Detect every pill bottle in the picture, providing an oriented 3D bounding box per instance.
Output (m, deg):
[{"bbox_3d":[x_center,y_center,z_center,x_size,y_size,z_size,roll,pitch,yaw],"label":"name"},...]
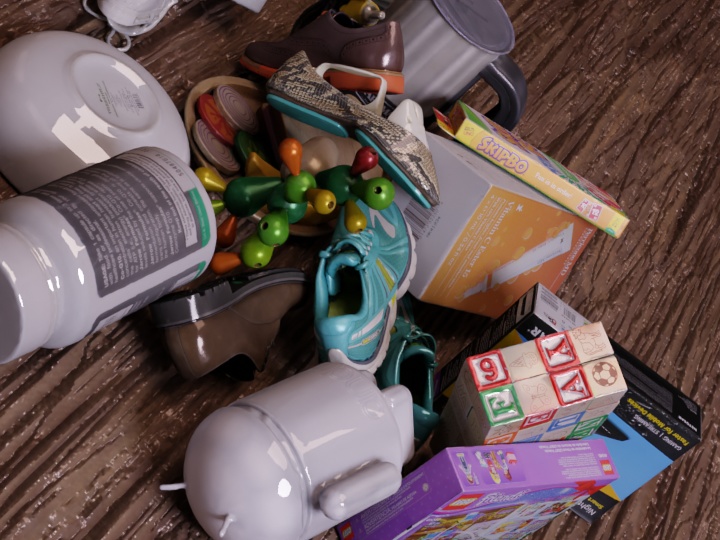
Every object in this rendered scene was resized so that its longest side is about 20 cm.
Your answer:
[{"bbox_3d":[-0.208,-0.012,1.172,0.113,0.113,0.200,51,40,8],"label":"pill bottle"}]

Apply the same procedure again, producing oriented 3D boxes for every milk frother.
[{"bbox_3d":[0.072,-0.219,1.619,0.180,0.188,0.201,32,38,-26],"label":"milk frother"}]

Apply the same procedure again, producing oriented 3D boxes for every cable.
[{"bbox_3d":[-0.021,-0.272,1.566,0.050,0.199,0.098,15,78,-33],"label":"cable"}]

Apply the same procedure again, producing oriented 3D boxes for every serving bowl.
[{"bbox_3d":[-0.219,-0.127,1.327,0.199,0.066,0.201,29,37,-25],"label":"serving bowl"}]

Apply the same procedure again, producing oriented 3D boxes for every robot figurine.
[{"bbox_3d":[-0.049,0.139,1.179,0.199,0.169,0.114,-22,115,-39],"label":"robot figurine"}]

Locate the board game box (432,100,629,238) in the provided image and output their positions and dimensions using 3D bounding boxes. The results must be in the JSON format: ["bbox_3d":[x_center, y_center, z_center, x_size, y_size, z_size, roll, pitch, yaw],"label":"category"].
[{"bbox_3d":[0.157,-0.100,1.496,0.199,0.030,0.096,28,13,-9],"label":"board game box"}]

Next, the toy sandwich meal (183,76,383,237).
[{"bbox_3d":[-0.068,-0.116,1.472,0.204,0.070,0.206,28,38,-25],"label":"toy sandwich meal"}]

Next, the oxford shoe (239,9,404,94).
[{"bbox_3d":[-0.034,-0.209,1.510,0.071,0.199,0.073,-1,99,-51],"label":"oxford shoe"}]

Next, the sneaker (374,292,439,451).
[{"bbox_3d":[0.037,0.077,1.381,0.077,0.080,0.201,25,39,-29],"label":"sneaker"}]

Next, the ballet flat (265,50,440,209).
[{"bbox_3d":[0.006,-0.135,1.408,0.199,0.076,0.068,35,-7,21],"label":"ballet flat"}]

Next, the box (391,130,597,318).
[{"bbox_3d":[0.111,-0.035,1.486,0.097,0.125,0.199,41,17,34],"label":"box"}]

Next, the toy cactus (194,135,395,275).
[{"bbox_3d":[-0.062,-0.073,1.333,0.103,0.198,0.165,64,26,-19],"label":"toy cactus"}]

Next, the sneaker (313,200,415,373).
[{"bbox_3d":[0.000,0.000,1.347,0.080,0.077,0.201,72,20,-44],"label":"sneaker"}]

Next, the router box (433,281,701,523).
[{"bbox_3d":[0.183,0.122,1.430,0.199,0.149,0.051,36,35,-14],"label":"router box"}]

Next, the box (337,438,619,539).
[{"bbox_3d":[0.097,0.185,1.283,0.199,0.137,0.039,4,56,-46],"label":"box"}]

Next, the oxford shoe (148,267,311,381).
[{"bbox_3d":[-0.099,0.046,1.294,0.200,0.072,0.085,-22,98,-58],"label":"oxford shoe"}]

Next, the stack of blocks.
[{"bbox_3d":[0.131,0.119,1.295,0.114,0.200,0.059,-14,68,-13],"label":"stack of blocks"}]

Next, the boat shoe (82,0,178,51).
[{"bbox_3d":[-0.210,-0.243,1.452,0.074,0.086,0.202,32,7,-12],"label":"boat shoe"}]

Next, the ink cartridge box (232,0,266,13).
[{"bbox_3d":[-0.157,-0.379,1.555,0.199,0.146,0.145,25,24,-29],"label":"ink cartridge box"}]
